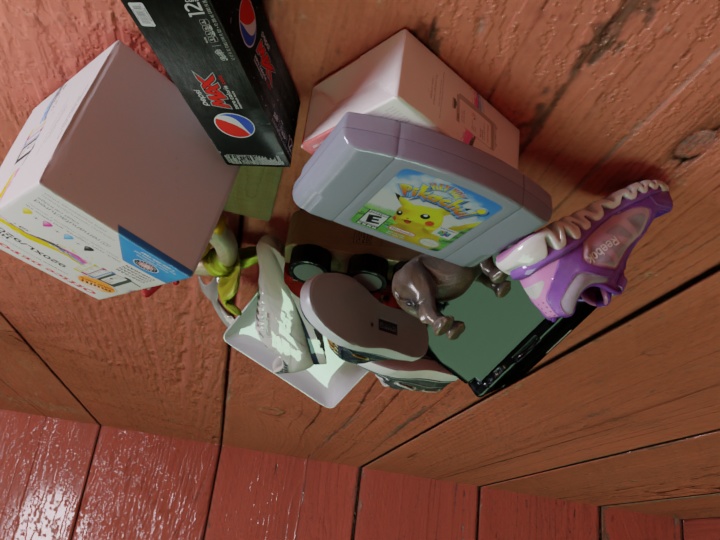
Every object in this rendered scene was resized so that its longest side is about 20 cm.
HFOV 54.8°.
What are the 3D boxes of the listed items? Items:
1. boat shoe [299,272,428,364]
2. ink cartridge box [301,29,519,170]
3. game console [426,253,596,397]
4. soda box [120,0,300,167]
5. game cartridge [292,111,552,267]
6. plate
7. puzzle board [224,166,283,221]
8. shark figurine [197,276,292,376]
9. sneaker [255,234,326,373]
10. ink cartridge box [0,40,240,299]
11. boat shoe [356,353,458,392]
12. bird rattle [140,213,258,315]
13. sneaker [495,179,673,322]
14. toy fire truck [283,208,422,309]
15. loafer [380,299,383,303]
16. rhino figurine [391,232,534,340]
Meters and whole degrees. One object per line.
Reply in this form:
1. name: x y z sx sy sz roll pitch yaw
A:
1. boat shoe: -0.015 0.064 0.762 0.090 0.072 0.199 -14 151 37
2. ink cartridge box: 0.060 -0.106 0.612 0.115 0.069 0.198 -16 146 43
3. game console: 0.195 0.057 0.901 0.174 0.117 0.201 -7 144 -50
4. soda box: -0.103 -0.162 0.530 0.062 0.072 0.201 2 156 11
5. game cartridge: 0.054 -0.062 0.584 0.197 0.041 0.133 17 151 -20
6. plate: -0.066 0.083 0.971 0.198 0.033 0.200 34 123 -12
7. puzzle board: -0.154 -0.117 0.723 0.148 0.018 0.200 13 156 -9
8. shark figurine: -0.154 0.084 1.058 0.210 0.131 0.089 16 168 -16
9. sneaker: -0.103 0.050 0.882 0.079 0.077 0.203 -14 119 3
10. ink cartridge box: -0.233 -0.077 0.638 0.198 0.147 0.146 -10 143 46
11. boat shoe: 0.049 0.126 0.920 0.197 0.073 0.068 14 130 -37
12. bird rattle: -0.219 -0.034 0.881 0.196 0.114 0.164 17 147 11
13. sneaker: 0.221 -0.016 0.646 0.198 0.090 0.080 -26 172 -23
14. toy fire truck: 0.000 0.000 0.840 0.172 0.131 0.201 8 147 -1
15. loafer: 0.096 0.073 1.009 0.196 0.071 0.070 13 159 -11
16. rhino figurine: 0.114 -0.010 0.712 0.087 0.199 0.060 39 150 27
